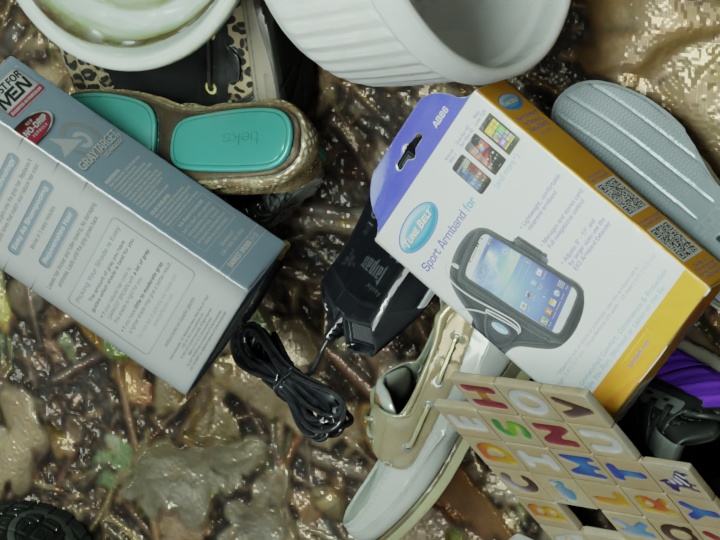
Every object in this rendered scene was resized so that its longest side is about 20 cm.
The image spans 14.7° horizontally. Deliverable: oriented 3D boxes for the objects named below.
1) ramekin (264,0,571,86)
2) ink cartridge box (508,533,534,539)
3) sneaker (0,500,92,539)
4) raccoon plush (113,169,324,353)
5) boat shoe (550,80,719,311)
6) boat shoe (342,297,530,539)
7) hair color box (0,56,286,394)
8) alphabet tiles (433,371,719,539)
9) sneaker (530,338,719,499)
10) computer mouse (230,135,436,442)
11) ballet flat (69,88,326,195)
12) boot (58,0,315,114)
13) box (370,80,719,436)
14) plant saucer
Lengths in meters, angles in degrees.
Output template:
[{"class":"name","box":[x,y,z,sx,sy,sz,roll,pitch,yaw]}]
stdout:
[{"class":"ramekin","box":[0.023,-0.196,1.560,0.105,0.200,0.200,-11,102,38]},{"class":"ink cartridge box","box":[0.109,0.295,1.712,0.147,0.145,0.200,21,114,19]},{"class":"sneaker","box":[-0.190,0.224,1.877,0.200,0.076,0.091,23,124,20]},{"class":"raccoon plush","box":[-0.130,-0.044,1.768,0.200,0.097,0.134,-37,74,2]},{"class":"boat shoe","box":[0.183,-0.027,1.612,0.200,0.072,0.062,47,166,18]},{"class":"boat shoe","box":[0.037,0.087,1.706,0.068,0.075,0.200,29,117,-11]},{"class":"hair color box","box":[-0.155,-0.026,1.655,0.200,0.061,0.099,34,129,2]},{"class":"alphabet tiles","box":[0.138,0.122,1.626,0.167,0.008,0.200,6,148,42]},{"class":"sneaker","box":[0.183,0.087,1.630,0.200,0.100,0.070,17,112,19]},{"class":"computer mouse","box":[0.000,0.000,1.715,0.140,0.046,0.200,34,98,49]},{"class":"ballet flat","box":[-0.109,-0.071,1.690,0.200,0.065,0.071,7,81,29]},{"class":"boot","box":[-0.114,-0.182,1.701,0.150,0.073,0.200,-2,112,26]},{"class":"box","box":[0.099,-0.015,1.592,0.200,0.041,0.119,43,120,14]},{"class":"plant saucer","box":[-0.129,-0.218,1.630,0.200,0.050,0.201,7,103,32]}]
